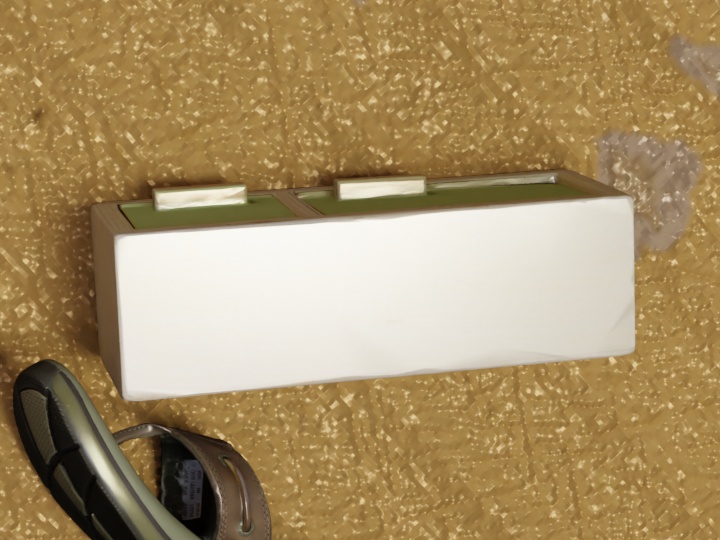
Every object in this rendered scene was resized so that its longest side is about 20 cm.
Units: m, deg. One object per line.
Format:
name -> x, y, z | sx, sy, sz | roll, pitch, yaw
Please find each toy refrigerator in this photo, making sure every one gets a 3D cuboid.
toy refrigerator -> 0.000, 0.000, 0.820 | 0.199, 0.076, 0.070 | -5, 102, -12

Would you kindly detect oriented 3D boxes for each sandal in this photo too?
sandal -> -0.060, 0.100, 0.832 | 0.201, 0.080, 0.057 | 46, 71, -24
